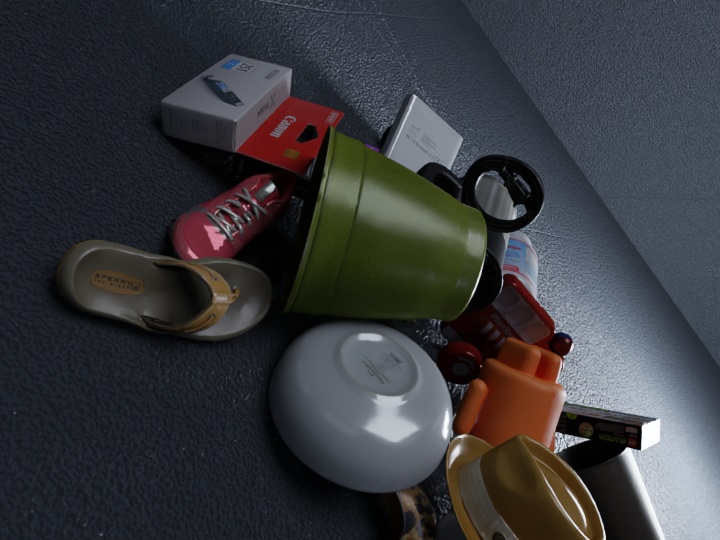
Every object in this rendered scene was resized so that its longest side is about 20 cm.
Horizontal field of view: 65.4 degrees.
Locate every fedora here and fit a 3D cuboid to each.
[{"bbox_3d":[0.173,0.232,0.550,0.199,0.082,0.202,34,22,-16],"label":"fedora"}]

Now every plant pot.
[{"bbox_3d":[0.029,-0.030,0.618,0.189,0.202,0.203,14,44,-10],"label":"plant pot"}]

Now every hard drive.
[{"bbox_3d":[0.083,-0.160,0.914,0.131,0.026,0.203,29,81,-34],"label":"hard drive"}]

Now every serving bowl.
[{"bbox_3d":[0.010,0.116,0.571,0.196,0.067,0.202,15,34,-11],"label":"serving bowl"}]

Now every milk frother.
[{"bbox_3d":[0.171,-0.080,0.759,0.182,0.197,0.189,57,35,-21],"label":"milk frother"}]

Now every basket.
[{"bbox_3d":[0.384,0.378,0.854,0.180,0.134,0.204,31,38,-76],"label":"basket"}]

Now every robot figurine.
[{"bbox_3d":[0.198,0.196,0.735,0.115,0.204,0.143,20,1,28],"label":"robot figurine"}]

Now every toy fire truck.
[{"bbox_3d":[0.216,0.115,0.828,0.200,0.167,0.113,45,34,-15],"label":"toy fire truck"}]

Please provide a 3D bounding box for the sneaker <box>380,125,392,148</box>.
[{"bbox_3d":[0.119,-0.174,1.044,0.119,0.084,0.203,5,56,-39],"label":"sneaker"}]

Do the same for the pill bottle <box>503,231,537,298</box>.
[{"bbox_3d":[0.275,0.005,1.047,0.109,0.108,0.201,47,33,-12],"label":"pill bottle"}]

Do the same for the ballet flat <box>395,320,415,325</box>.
[{"bbox_3d":[0.000,0.000,0.755,0.202,0.074,0.074,56,32,3],"label":"ballet flat"}]

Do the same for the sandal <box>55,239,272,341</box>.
[{"bbox_3d":[-0.159,0.020,0.496,0.198,0.053,0.082,15,82,-43],"label":"sandal"}]

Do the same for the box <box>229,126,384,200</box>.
[{"bbox_3d":[-0.063,-0.146,0.749,0.196,0.036,0.145,21,40,-13],"label":"box"}]

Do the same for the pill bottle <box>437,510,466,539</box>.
[{"bbox_3d":[0.175,0.322,0.646,0.198,0.108,0.111,16,49,-45],"label":"pill bottle"}]

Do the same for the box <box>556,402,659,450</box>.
[{"bbox_3d":[0.349,0.236,0.878,0.109,0.197,0.036,10,84,-48],"label":"box"}]

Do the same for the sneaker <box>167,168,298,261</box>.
[{"bbox_3d":[-0.132,-0.066,0.604,0.074,0.086,0.201,49,33,-9],"label":"sneaker"}]

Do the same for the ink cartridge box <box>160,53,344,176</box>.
[{"bbox_3d":[-0.121,-0.203,0.700,0.172,0.045,0.201,16,38,4],"label":"ink cartridge box"}]

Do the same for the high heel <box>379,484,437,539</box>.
[{"bbox_3d":[0.009,0.230,0.576,0.140,0.072,0.203,22,54,-10],"label":"high heel"}]
